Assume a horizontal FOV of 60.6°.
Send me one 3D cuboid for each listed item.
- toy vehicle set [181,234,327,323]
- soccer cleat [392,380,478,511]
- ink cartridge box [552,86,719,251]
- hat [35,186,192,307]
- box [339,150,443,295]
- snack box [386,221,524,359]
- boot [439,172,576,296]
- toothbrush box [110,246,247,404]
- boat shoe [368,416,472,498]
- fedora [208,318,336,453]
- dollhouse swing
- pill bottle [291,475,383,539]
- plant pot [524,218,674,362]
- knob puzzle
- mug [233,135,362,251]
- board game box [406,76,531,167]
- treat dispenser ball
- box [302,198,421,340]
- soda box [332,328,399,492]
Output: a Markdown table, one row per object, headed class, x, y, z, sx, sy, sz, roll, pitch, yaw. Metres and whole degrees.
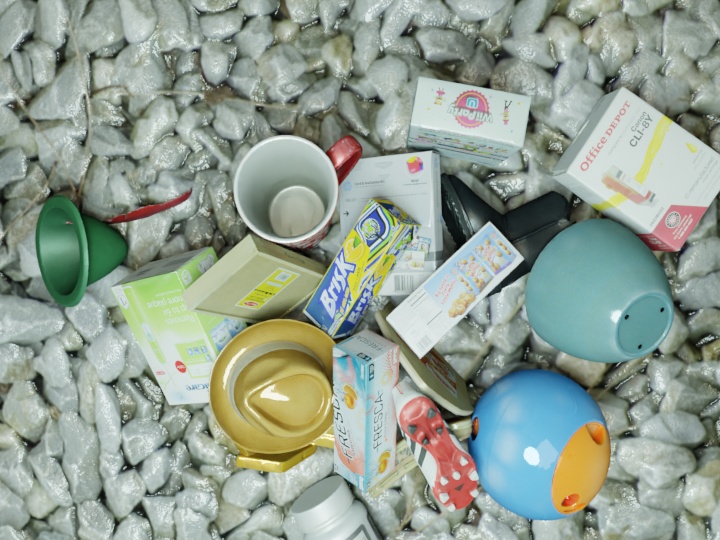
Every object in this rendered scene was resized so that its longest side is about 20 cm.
| class | x | y | z | sx | sy | sz | roll | pitch | yaw |
| --- | --- | --- | --- | --- | --- | --- | --- | --- | --- |
| toy vehicle set | -0.134 | 0.021 | 0.840 | 0.123 | 0.199 | 0.027 | -38 | 67 | 13 |
| soccer cleat | 0.097 | 0.230 | 0.807 | 0.068 | 0.085 | 0.202 | -31 | 116 | -3 |
| ink cartridge box | 0.405 | -0.144 | 0.898 | 0.198 | 0.083 | 0.147 | 34 | 95 | 0 |
| hat | -0.388 | -0.039 | 0.979 | 0.197 | 0.174 | 0.170 | 1 | 97 | 40 |
| box | 0.044 | -0.066 | 0.917 | 0.152 | 0.041 | 0.206 | -2 | 95 | 25 |
| snack box | 0.130 | 0.026 | 0.846 | 0.199 | 0.024 | 0.072 | -42 | 79 | -7 |
| boot | 0.220 | -0.080 | 0.919 | 0.165 | 0.077 | 0.203 | -24 | 76 | -8 |
| toothbrush box | -0.248 | 0.084 | 0.896 | 0.143 | 0.086 | 0.204 | -9 | 112 | 31 |
| boat shoe | 0.083 | 0.267 | 0.891 | 0.198 | 0.073 | 0.064 | -33 | 71 | 29 |
| fedora | -0.101 | 0.164 | 0.821 | 0.196 | 0.082 | 0.206 | -2 | 97 | -19 |
| dollhouse swing | -0.060 | 0.193 | 0.909 | 0.172 | 0.181 | 0.205 | 11 | 94 | 21 |
| pill bottle | -0.020 | 0.429 | 0.942 | 0.112 | 0.114 | 0.203 | -28 | 92 | 4 |
| plant pot | 0.348 | 0.046 | 0.851 | 0.195 | 0.135 | 0.205 | -6 | 112 | -15 |
| knob puzzle | 0.084 | 0.137 | 0.875 | 0.030 | 0.220 | 0.220 | -43 | 91 | 11 |
| mug | -0.074 | -0.096 | 0.862 | 0.173 | 0.200 | 0.137 | -11 | 85 | -3 |
| board game box | 0.139 | -0.199 | 0.849 | 0.144 | 0.200 | 0.066 | 11 | 94 | 2 |
| treat dispenser ball | 0.250 | 0.244 | 0.873 | 0.195 | 0.201 | 0.207 | 0 | 94 | 3 |
| box | 0.000 | 0.000 | 0.883 | 0.064 | 0.070 | 0.202 | 39 | 109 | 22 |
| soda box | 0.006 | 0.188 | 0.824 | 0.063 | 0.068 | 0.205 | 20 | 120 | 40 |
